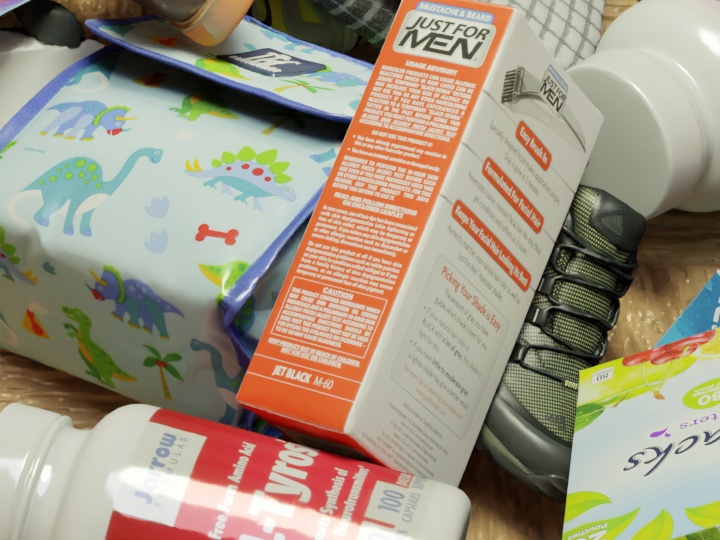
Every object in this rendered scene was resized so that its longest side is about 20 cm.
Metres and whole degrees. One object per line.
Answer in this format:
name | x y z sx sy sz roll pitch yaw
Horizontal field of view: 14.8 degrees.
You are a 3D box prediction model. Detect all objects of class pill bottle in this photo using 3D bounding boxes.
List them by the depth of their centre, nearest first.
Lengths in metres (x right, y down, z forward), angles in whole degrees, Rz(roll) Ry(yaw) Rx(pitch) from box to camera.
pill bottle | -0.062 0.121 1.158 0.200 0.112 0.112 14 46 5
pill bottle | 0.186 -0.096 1.389 0.200 0.112 0.112 -28 56 -38

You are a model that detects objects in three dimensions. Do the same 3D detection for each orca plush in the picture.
orca plush | -0.192 -0.074 1.377 0.200 0.071 0.105 -17 96 -17

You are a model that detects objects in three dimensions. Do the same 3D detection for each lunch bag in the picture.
lunch bag | -0.064 -0.039 1.280 0.170 0.128 0.200 21 50 26

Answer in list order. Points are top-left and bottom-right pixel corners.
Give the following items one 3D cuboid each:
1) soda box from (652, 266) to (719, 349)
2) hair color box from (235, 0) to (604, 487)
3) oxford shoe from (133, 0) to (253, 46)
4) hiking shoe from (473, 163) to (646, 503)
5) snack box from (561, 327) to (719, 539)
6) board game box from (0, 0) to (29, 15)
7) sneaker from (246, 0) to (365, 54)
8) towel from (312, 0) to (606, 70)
soda box | 0.203 0.021 1.324 0.064 0.068 0.200 29 49 18
hair color box | 0.029 -0.008 1.215 0.064 0.111 0.200 15 75 32
oxford shoe | -0.106 -0.173 1.318 0.073 0.071 0.200 26 10 -28
hiking shoe | 0.086 0.009 1.277 0.076 0.101 0.200 20 43 -36
snack box | 0.188 0.076 1.138 0.200 0.068 0.169 -19 23 18
board game box | -0.221 -0.150 1.371 0.158 0.039 0.200 -3 19 28
sneaker | -0.085 -0.175 1.464 0.076 0.075 0.200 -32 57 -33
towel | 0.044 -0.182 1.440 0.165 0.086 0.200 35 41 -24
